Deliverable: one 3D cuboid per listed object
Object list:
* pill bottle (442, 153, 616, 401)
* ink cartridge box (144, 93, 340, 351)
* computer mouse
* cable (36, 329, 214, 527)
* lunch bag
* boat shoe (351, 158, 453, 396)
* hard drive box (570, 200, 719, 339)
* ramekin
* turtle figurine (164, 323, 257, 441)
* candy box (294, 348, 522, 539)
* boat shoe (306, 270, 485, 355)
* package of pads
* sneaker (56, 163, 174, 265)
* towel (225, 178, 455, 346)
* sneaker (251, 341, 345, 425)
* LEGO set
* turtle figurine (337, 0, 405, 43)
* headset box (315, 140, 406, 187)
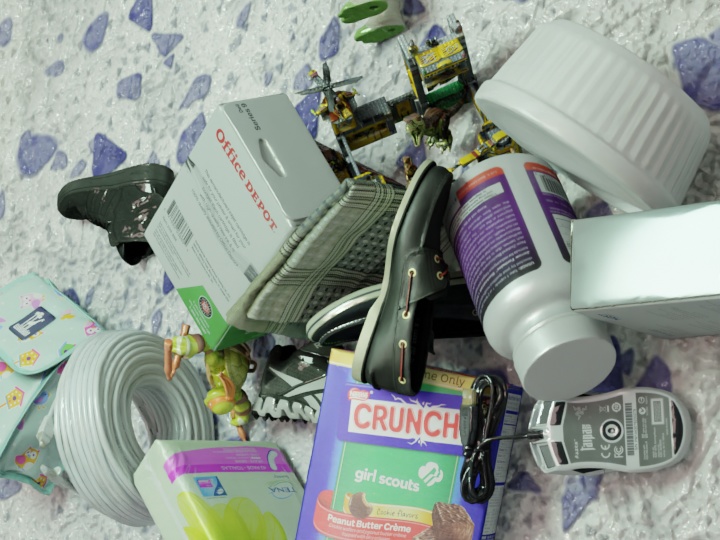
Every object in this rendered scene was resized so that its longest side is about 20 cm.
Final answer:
[{"bbox_3d":[0.146,0.007,1.481,0.111,0.111,0.201,-41,46,26],"label":"pill bottle"},{"bbox_3d":[-0.105,-0.045,1.630,0.147,0.084,0.200,58,138,20],"label":"ink cartridge box"},{"bbox_3d":[0.181,0.141,1.477,0.198,0.044,0.111,-2,81,13],"label":"computer mouse"},{"bbox_3d":[-0.225,0.155,1.749,0.069,0.200,0.202,-17,47,31],"label":"cable"},{"bbox_3d":[-0.369,0.117,1.933,0.170,0.122,0.201,32,93,42],"label":"lunch bag"},{"bbox_3d":[0.049,0.007,1.499,0.063,0.074,0.204,16,93,19],"label":"boat shoe"},{"bbox_3d":[0.288,0.000,1.374,0.199,0.155,0.078,-7,75,38],"label":"hard drive box"},{"bbox_3d":[0.201,-0.126,1.457,0.202,0.202,0.095,34,89,40],"label":"ramekin"},{"bbox_3d":[-0.139,0.078,1.730,0.064,0.200,0.163,-15,50,15],"label":"turtle figurine"},{"bbox_3d":[0.042,0.183,1.555,0.167,0.077,0.202,10,86,15],"label":"candy box"},{"bbox_3d":[0.049,0.045,1.575,0.198,0.075,0.063,-10,72,-1],"label":"boat shoe"},{"bbox_3d":[-0.107,0.251,1.656,0.068,0.154,0.201,-54,50,27],"label":"package of pads"},{"bbox_3d":[-0.262,-0.054,1.916,0.198,0.060,0.105,-14,67,34],"label":"sneaker"},{"bbox_3d":[0.000,0.000,1.586,0.200,0.191,0.035,-47,56,29],"label":"towel"},{"bbox_3d":[-0.026,0.107,1.674,0.199,0.066,0.092,3,87,43],"label":"sneaker"},{"bbox_3d":[0.047,-0.142,1.592,0.198,0.116,0.155,-16,57,4],"label":"LEGO set"},{"bbox_3d":[-0.031,-0.327,1.731,0.144,0.198,0.196,132,130,-65],"label":"turtle figurine"},{"bbox_3d":[-0.056,-0.050,1.729,0.199,0.075,0.150,28,99,41],"label":"headset box"}]
